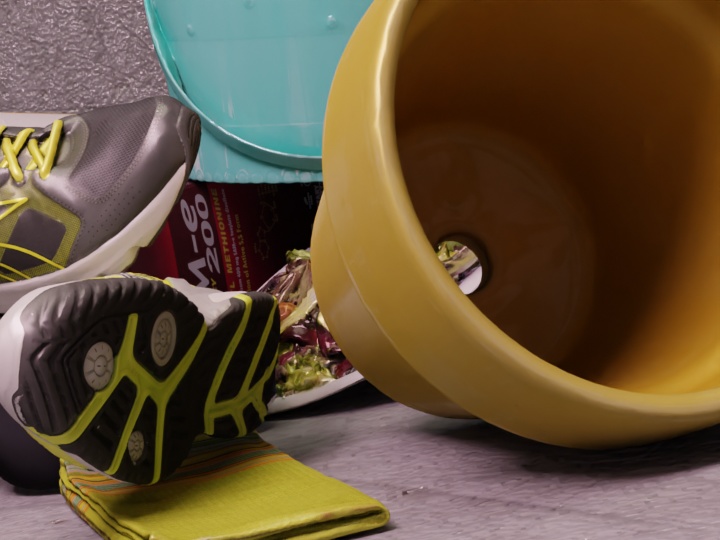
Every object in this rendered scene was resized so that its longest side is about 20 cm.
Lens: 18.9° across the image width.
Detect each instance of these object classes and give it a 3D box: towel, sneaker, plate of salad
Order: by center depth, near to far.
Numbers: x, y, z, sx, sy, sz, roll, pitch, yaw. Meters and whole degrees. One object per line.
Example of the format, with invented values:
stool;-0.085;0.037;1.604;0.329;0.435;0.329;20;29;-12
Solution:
towel;-0.057;0.081;0.799;0.085;0.018;0.200;-13;6;-15
sneaker;-0.095;0.037;0.812;0.076;0.076;0.200;8;-1;18
sneaker;-0.157;-0.027;0.889;0.199;0.085;0.075;-25;35;22
plate of salad;0.000;0.000;1.060;0.199;0.048;0.200;-28;21;12

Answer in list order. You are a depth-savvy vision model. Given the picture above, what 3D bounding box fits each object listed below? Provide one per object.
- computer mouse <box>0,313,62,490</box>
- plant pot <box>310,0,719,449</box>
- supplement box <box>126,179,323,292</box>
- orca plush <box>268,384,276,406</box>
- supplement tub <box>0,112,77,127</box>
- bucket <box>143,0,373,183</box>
computer mouse;-0.164;0.023;0.955;0.138;0.053;0.200;-44;44;-8
plant pot;0.068;-0.023;0.821;0.199;0.202;0.189;-12;-11;-22
supplement box;-0.087;0.003;1.189;0.060;0.110;0.200;-5;8;33
orca plush;-0.120;0.016;1.027;0.105;0.071;0.200;-33;33;-17
supplement tub;-0.185;-0.024;1.317;0.199;0.146;0.144;-1;0;-30
bucket;-0.015;-0.124;1.163;0.205;0.136;0.207;-5;9;1
